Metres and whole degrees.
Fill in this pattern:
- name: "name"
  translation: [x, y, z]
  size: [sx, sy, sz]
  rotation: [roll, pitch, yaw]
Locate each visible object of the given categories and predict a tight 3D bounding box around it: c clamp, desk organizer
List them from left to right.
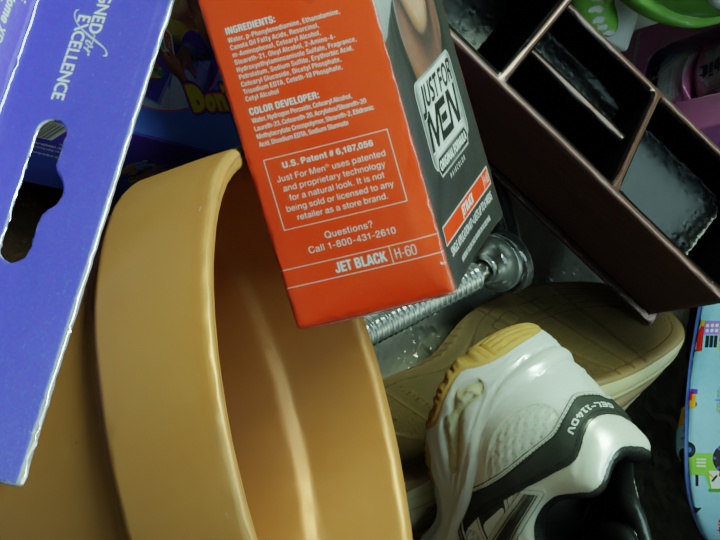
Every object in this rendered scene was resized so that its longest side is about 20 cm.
- name: "c clamp"
  translation: [0.000, 0.000, 1.068]
  size: [0.200, 0.027, 0.171]
  rotation: [-33, 81, -41]
- name: "desk organizer"
  translation: [0.084, -0.072, 1.084]
  size: [0.200, 0.077, 0.072]
  rotation: [43, 74, -10]

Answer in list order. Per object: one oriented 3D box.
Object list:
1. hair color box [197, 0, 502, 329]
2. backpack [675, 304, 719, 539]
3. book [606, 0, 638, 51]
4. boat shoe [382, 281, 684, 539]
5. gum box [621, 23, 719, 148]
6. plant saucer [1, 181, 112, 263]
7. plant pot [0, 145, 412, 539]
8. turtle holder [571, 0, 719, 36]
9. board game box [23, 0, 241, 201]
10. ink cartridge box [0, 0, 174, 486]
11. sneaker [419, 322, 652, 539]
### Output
- name: "hair color box"
  translation: [-0.012, -0.093, 0.899]
  size: [0.102, 0.061, 0.201]
  rotation: [-54, 129, -70]
- name: "backpack"
  translation: [0.230, 0.066, 1.179]
  size: [0.200, 0.134, 0.183]
  rotation: [34, 61, -46]
- name: "book"
  translation: [0.050, -0.190, 1.158]
  size: [0.199, 0.048, 0.134]
  rotation: [22, 71, -35]
- name: "boat shoe"
  translation: [0.056, 0.063, 1.107]
  size: [0.199, 0.071, 0.065]
  rotation: [-24, 136, -36]
- name: "gum box"
  translation: [0.217, -0.057, 1.227]
  size: [0.200, 0.113, 0.066]
  rotation: [26, 65, -34]
- name: "plant saucer"
  translation: [-0.161, -0.062, 0.959]
  size: [0.200, 0.037, 0.202]
  rotation: [9, 75, -38]
- name: "plant pot"
  translation: [-0.077, 0.071, 0.901]
  size: [0.200, 0.139, 0.201]
  rotation: [-14, 90, -76]
- name: "turtle holder"
  translation: [0.142, -0.182, 1.099]
  size: [0.185, 0.131, 0.142]
  rotation: [23, 64, -41]
- name: "board game box"
  translation: [-0.077, -0.092, 0.981]
  size: [0.200, 0.045, 0.135]
  rotation: [12, 56, -51]
- name: "ink cartridge box"
  translation: [-0.175, -0.042, 0.848]
  size: [0.043, 0.199, 0.199]
  rotation: [66, 35, -63]
- name: "sneaker"
  translation: [0.068, 0.118, 1.031]
  size: [0.075, 0.088, 0.201]
  rotation: [-32, 142, -28]
